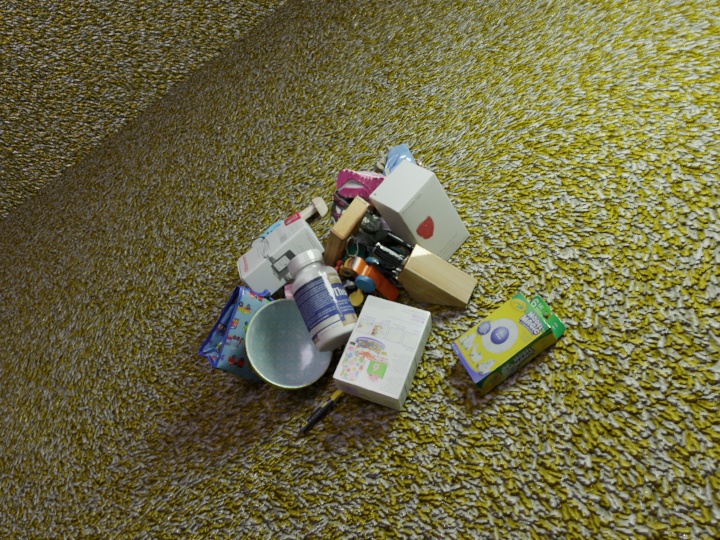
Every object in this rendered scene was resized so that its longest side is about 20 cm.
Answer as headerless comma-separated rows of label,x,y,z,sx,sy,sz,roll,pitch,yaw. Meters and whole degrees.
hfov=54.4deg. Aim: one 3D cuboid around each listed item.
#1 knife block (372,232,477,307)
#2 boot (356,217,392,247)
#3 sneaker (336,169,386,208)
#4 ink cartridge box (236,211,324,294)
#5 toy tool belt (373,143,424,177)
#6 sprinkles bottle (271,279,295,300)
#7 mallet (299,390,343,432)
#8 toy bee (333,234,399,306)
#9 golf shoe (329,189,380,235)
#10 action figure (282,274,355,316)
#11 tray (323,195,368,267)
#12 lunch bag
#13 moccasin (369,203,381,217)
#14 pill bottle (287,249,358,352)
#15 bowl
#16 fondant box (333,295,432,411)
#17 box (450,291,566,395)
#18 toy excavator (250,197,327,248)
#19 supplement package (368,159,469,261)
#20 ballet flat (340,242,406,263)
knife block,0.125,-0.007,1.467,0.197,0.176,0.065,6,56,42
boot,0.022,-0.068,1.710,0.197,0.073,0.098,-3,59,45
sneaker,0.043,-0.196,1.679,0.197,0.088,0.083,24,110,24
ink cartridge box,-0.197,-0.035,1.703,0.199,0.084,0.145,-39,23,1
toy tool belt,0.096,-0.266,1.785,0.122,0.123,0.203,-19,42,23
sprinkles bottle,-0.206,0.027,1.794,0.200,0.069,0.068,-44,38,-6
mallet,-0.056,0.259,1.475,0.199,0.041,0.066,-40,39,7
toy bee,0.000,0.000,1.550,0.107,0.204,0.131,-1,30,44
golf shoe,-0.015,-0.118,1.687,0.090,0.076,0.200,-66,32,17
action figure,-0.084,0.061,1.662,0.195,0.150,0.137,-16,64,-1
tray,-0.035,-0.079,1.543,0.099,0.037,0.200,-54,-4,-19
lunch bag,-0.257,0.138,1.619,0.093,0.149,0.204,25,88,49
moccasin,0.068,-0.140,1.722,0.199,0.078,0.074,18,65,47
pill bottle,-0.083,0.062,1.513,0.109,0.111,0.204,-29,75,12
bowl,-0.164,0.178,1.565,0.203,0.197,0.108,-63,2,-28
fondant box,0.048,0.164,1.422,0.141,0.059,0.203,14,59,19
box,0.277,0.128,1.316,0.198,0.049,0.118,-36,39,3
toy excavator,-0.189,-0.109,1.902,0.191,0.101,0.202,-21,33,20
supplement package,0.132,-0.120,1.552,0.121,0.201,0.119,-45,38,-8
ballet flat,0.021,-0.022,1.646,0.195,0.071,0.069,6,66,27
